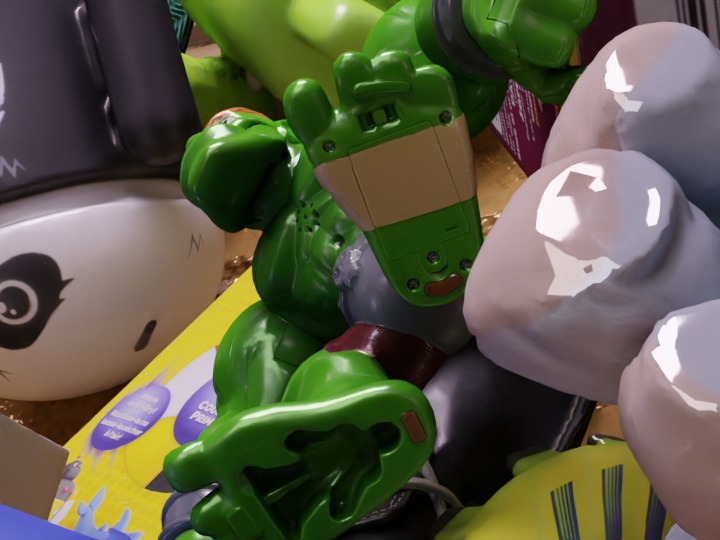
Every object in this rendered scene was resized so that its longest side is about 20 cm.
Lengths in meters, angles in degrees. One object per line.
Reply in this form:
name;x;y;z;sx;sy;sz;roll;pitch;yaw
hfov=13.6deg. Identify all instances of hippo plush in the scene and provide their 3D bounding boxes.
hippo plush;0.126;0.030;0.695;0.199;0.161;0.160;-15;42;-6

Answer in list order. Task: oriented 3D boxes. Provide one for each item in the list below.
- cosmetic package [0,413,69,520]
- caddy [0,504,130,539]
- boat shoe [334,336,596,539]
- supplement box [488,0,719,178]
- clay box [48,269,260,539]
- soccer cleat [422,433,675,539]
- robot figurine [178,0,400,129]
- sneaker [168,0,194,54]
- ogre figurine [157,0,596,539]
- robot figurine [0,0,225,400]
cosmetic package;-0.165;0.122;0.837;0.071;0.105;0.201;-9;59;48
caddy;-0.103;0.122;0.712;0.200;0.105;0.142;122;172;-79
boat shoe;0.011;0.079;0.822;0.200;0.072;0.068;-52;7;-21
supplement box;0.101;-0.081;0.856;0.130;0.104;0.200;-11;18;-5
clay box;-0.023;0.051;0.921;0.200;0.048;0.115;-45;32;-20
soccer cleat;0.037;0.098;0.736;0.084;0.065;0.200;30;31;28
robot figurine;-0.009;-0.122;1.117;0.176;0.115;0.200;-62;29;10
sneaker;-0.145;-0.057;1.182;0.087;0.074;0.200;0;50;56
ogre figurine;0.000;0.000;0.772;0.098;0.201;0.120;6;15;-3
robot figurine;-0.121;-0.054;1.046;0.124;0.201;0.150;-15;-12;-3
